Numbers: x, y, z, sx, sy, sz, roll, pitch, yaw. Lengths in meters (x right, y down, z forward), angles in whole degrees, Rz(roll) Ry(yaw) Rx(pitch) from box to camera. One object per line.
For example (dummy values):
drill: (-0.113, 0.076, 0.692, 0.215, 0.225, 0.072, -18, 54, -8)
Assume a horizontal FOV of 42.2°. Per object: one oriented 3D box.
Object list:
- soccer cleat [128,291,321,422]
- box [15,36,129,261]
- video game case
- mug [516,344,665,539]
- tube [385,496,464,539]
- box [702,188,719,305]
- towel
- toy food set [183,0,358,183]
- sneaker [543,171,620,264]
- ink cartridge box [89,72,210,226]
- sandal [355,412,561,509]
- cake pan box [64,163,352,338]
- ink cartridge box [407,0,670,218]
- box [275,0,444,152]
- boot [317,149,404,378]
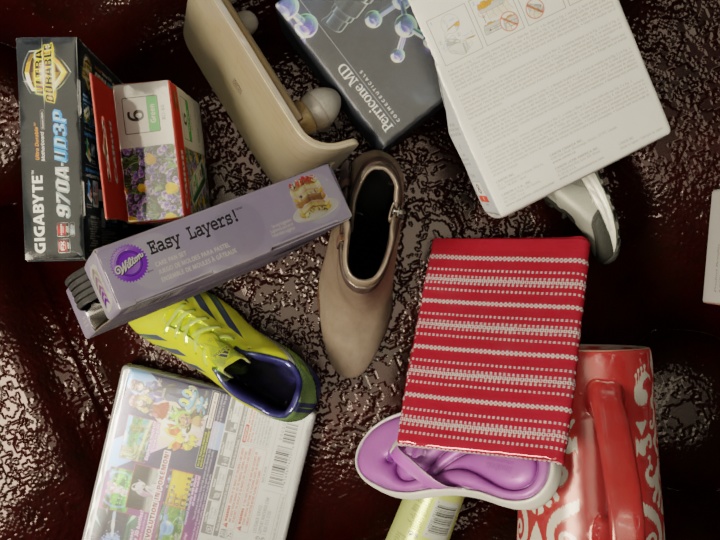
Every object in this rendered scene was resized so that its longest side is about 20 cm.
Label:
soccer cleat: (-0.123, 0.066, 0.811, 0.199, 0.084, 0.065, 29, 94, 8)
box: (-0.225, -0.087, 0.753, 0.046, 0.200, 0.160, -1, 92, -4)
video game case: (-0.150, 0.203, 0.852, 0.181, 0.023, 0.202, 14, 92, -2)
mug: (0.208, 0.165, 0.789, 0.133, 0.177, 0.202, 2, 87, -28)
tube: (0.038, 0.277, 0.848, 0.058, 0.052, 0.201, 23, 96, 43)
box: (0.395, -0.014, 0.765, 0.151, 0.200, 0.107, 5, 90, -1)
towel: (0.114, 0.059, 0.785, 0.144, 0.023, 0.201, 1, 63, 25)
toy food set: (-0.079, -0.168, 0.783, 0.060, 0.143, 0.201, -32, 91, -17)
sneaker: (0.164, -0.089, 0.830, 0.079, 0.074, 0.201, -34, 86, 10)
ink cartridge box: (-0.163, -0.093, 0.753, 0.050, 0.200, 0.110, -6, 92, 0)
sandal: (0.073, 0.151, 0.791, 0.202, 0.050, 0.083, -3, 59, 37)
cake pan box: (-0.129, -0.010, 0.735, 0.199, 0.184, 0.053, -24, 88, -24)
ink cartridge box: (0.136, -0.165, 0.749, 0.161, 0.050, 0.201, -26, 97, -5)
box: (0.049, -0.219, 0.800, 0.200, 0.107, 0.149, -39, 93, 1)
boot: (0.000, 0.000, 0.786, 0.070, 0.146, 0.202, 3, 92, -3)
